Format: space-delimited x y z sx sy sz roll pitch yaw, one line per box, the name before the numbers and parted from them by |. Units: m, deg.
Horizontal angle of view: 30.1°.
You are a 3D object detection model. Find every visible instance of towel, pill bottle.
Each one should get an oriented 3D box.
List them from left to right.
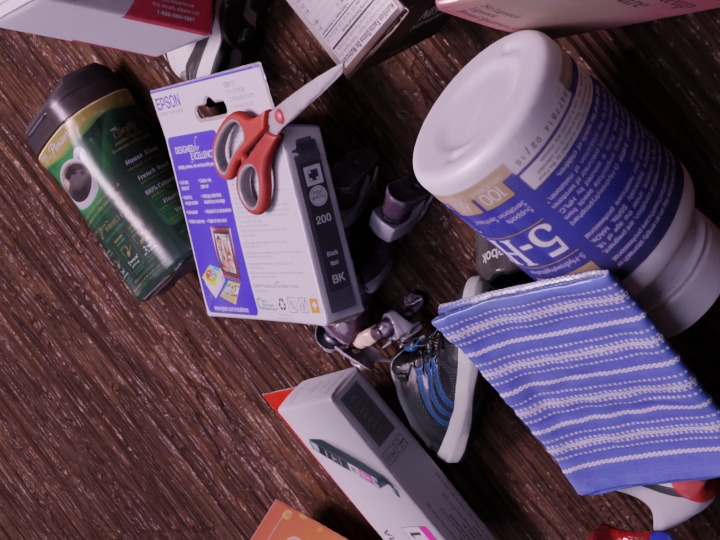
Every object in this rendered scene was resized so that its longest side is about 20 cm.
pill bottle | 0.141 -0.046 0.855 0.199 0.121 0.119 37 140 -23
towel | 0.155 0.081 0.887 0.144 0.024 0.200 -15 129 41

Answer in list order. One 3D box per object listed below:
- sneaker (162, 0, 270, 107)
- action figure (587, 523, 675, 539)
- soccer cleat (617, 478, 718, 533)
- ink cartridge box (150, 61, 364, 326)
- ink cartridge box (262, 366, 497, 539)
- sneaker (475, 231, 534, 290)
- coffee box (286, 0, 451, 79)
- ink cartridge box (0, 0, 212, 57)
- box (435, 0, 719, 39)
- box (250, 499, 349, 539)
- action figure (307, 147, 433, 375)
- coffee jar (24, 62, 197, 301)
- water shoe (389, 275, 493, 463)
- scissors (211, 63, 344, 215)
sneaker | -0.126 -0.233 1.045 0.115 0.076 0.201 39 135 14
action figure | 0.246 0.229 0.926 0.198 0.099 0.066 -1 113 34
soccer cleat | 0.174 0.113 0.994 0.199 0.069 0.086 39 129 10
ink cartridge box | -0.086 -0.059 1.062 0.197 0.043 0.202 2 109 57
ink cartridge box | 0.003 0.179 1.137 0.201 0.044 0.173 51 148 -12
sneaker | 0.111 -0.036 0.945 0.066 0.090 0.201 -26 96 44
coffee box | -0.017 -0.245 0.921 0.201 0.113 0.080 51 135 4
ink cartridge box | -0.186 -0.272 0.972 0.083 0.144 0.203 -8 80 50
box | 0.154 -0.208 0.768 0.199 0.127 0.110 -3 86 41
box | -0.018 0.316 1.206 0.199 0.125 0.098 24 160 28
action figure | 0.000 0.000 1.079 0.129 0.069 0.201 31 134 14
coffee jar | -0.212 -0.080 1.194 0.201 0.085 0.104 55 138 0
water shoe | 0.059 0.078 1.037 0.078 0.072 0.201 18 137 12
scissors | -0.064 -0.110 0.949 0.074 0.014 0.200 61 148 17
